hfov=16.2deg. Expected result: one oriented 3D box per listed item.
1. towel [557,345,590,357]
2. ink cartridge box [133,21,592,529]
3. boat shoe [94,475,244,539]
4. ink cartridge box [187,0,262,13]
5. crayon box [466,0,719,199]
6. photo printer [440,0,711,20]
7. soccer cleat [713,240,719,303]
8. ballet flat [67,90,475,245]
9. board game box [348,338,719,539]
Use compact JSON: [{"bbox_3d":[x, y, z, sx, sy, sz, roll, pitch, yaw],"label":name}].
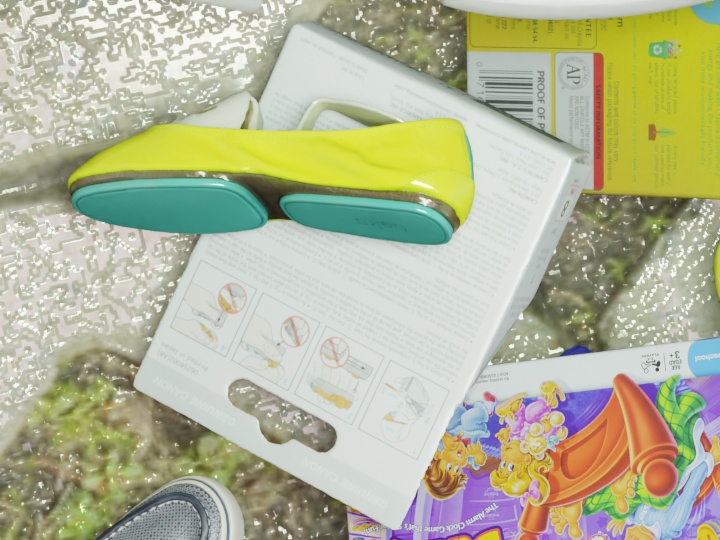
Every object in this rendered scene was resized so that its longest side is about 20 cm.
[{"bbox_3d":[0.121,0.157,1.275,0.148,0.050,0.200,-42,72,6],"label":"towel"},{"bbox_3d":[0.000,0.000,1.238,0.162,0.057,0.201,27,101,18],"label":"ink cartridge box"},{"bbox_3d":[-0.143,0.180,1.252,0.075,0.093,0.200,41,94,26],"label":"boat shoe"},{"bbox_3d":[-0.089,-0.203,1.142,0.087,0.200,0.146,23,98,17],"label":"ink cartridge box"},{"bbox_3d":[0.151,-0.099,1.225,0.199,0.051,0.128,4,101,24],"label":"crayon box"},{"bbox_3d":[0.101,-0.194,1.174,0.165,0.201,0.070,-4,135,-3],"label":"photo printer"},{"bbox_3d":[0.225,0.070,1.297,0.065,0.084,0.201,-45,108,-39],"label":"soccer cleat"},{"bbox_3d":[-0.040,-0.052,1.204,0.199,0.067,0.067,3,68,17],"label":"ballet flat"},{"bbox_3d":[0.095,0.113,1.233,0.199,0.045,0.135,-8,77,14],"label":"board game box"}]
